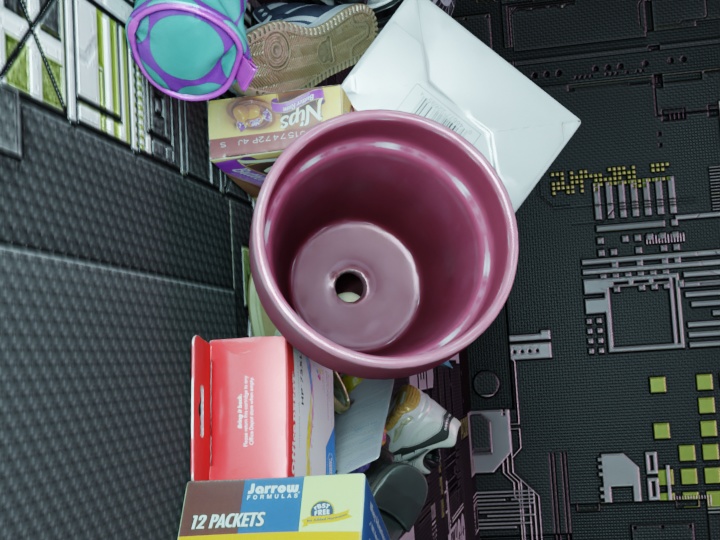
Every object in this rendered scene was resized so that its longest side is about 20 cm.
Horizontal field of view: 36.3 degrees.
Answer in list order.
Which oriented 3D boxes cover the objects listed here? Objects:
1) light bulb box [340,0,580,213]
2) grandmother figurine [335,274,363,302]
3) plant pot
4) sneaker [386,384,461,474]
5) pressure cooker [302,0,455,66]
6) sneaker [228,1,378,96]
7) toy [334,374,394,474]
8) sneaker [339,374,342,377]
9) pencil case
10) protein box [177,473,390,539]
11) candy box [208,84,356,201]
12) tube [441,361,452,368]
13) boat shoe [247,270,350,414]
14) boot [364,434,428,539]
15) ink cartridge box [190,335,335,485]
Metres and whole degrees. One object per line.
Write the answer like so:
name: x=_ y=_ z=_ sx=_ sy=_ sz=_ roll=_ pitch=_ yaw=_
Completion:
light bulb box: x=0.083 y=-0.142 z=1.069 sx=0.125 sy=0.198 sz=0.200 roll=-52 pitch=180 yaw=-3
grandmother figurine: x=0.000 y=0.000 z=1.049 sx=0.060 sy=0.121 sz=0.201 roll=35 pitch=40 yaw=-16
plant pot: x=0.008 y=-0.005 z=0.879 sx=0.179 sy=0.198 sz=0.202 roll=122 pitch=-33 yaw=-74
sneaker: x=0.043 y=0.211 z=1.246 sx=0.200 sy=0.087 sz=0.076 roll=-53 pitch=-170 yaw=51
pressure cooker: x=0.011 y=-0.341 z=1.273 sx=0.176 sy=0.178 sz=0.200 roll=56 pitch=2 yaw=18
sneaker: x=-0.083 y=-0.205 z=1.019 sx=0.200 sy=0.108 sz=0.071 roll=-30 pitch=122 yaw=-45
toy: x=-0.009 y=0.162 z=1.081 sx=0.047 sy=0.115 sz=0.200 roll=53 pitch=21 yaw=-19
sneaker: x=-0.018 y=0.121 z=1.238 sx=0.096 sy=0.079 sz=0.200 roll=58 pitch=20 yaw=-19
pencil case: x=-0.107 y=-0.212 z=0.793 sx=0.085 sy=0.092 sz=0.201 roll=-53 pitch=-159 yaw=43
protein box: x=-0.047 y=0.284 z=0.786 sx=0.199 sy=0.134 sz=0.201 roll=72 pitch=17 yaw=-50
candy box: x=-0.050 y=-0.101 z=0.983 sx=0.200 sy=0.116 sz=0.057 roll=44 pitch=42 yaw=-75
tube: x=0.049 y=0.071 z=1.216 sx=0.200 sy=0.077 sz=0.051 roll=-141 pitch=-108 yaw=-81
boat shoe: x=-0.057 y=0.063 z=1.019 sx=0.073 sy=0.063 sz=0.202 roll=-81 pitch=164 yaw=-51
boot: x=-0.016 y=0.250 z=1.084 sx=0.069 sy=0.200 sz=0.174 roll=45 pitch=-11 yaw=-11
ink cartridge box: x=-0.075 y=0.121 z=0.891 sx=0.200 sy=0.067 sz=0.117 roll=48 pitch=39 yaw=-72
